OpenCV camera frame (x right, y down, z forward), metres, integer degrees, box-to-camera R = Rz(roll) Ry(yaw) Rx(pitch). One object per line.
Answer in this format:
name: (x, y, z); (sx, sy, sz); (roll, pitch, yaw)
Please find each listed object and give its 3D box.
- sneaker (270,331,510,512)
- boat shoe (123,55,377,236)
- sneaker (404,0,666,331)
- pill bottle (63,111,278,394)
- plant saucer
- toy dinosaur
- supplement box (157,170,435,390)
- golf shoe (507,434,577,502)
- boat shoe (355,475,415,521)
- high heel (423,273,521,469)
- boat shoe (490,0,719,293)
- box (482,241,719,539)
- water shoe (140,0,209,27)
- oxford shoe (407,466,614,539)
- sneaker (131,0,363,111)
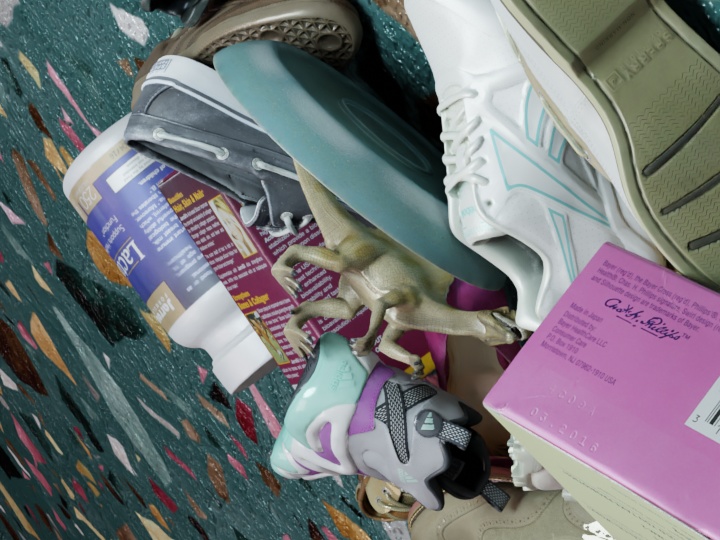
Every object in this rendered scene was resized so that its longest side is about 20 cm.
sneaker: (0.023, 0.107, 1.082); (0.139, 0.078, 0.200); (25, 169, 1)
boat shoe: (-0.046, -0.052, 1.090); (0.199, 0.068, 0.072); (29, 158, -15)
sneaker: (0.073, -0.059, 0.912); (0.201, 0.080, 0.070); (58, 160, -4)
pill bottle: (-0.114, -0.017, 1.325); (0.200, 0.116, 0.116); (52, 159, 7)
plant saucer: (0.008, -0.064, 0.990); (0.200, 0.027, 0.200); (38, -168, -9)
toy dinosaur: (0.000, 0.000, 1.002); (0.200, 0.101, 0.058); (42, 145, 24)
supplement box: (-0.034, -0.005, 1.210); (0.200, 0.086, 0.110); (57, 159, -5)
golf shoe: (0.134, 0.080, 0.926); (0.097, 0.079, 0.200); (5, 172, 21)
boat shoe: (0.039, 0.134, 1.246); (0.075, 0.074, 0.200); (15, 164, -5)
high heel: (0.077, 0.077, 1.081); (0.096, 0.067, 0.201); (-83, -14, -58)
boat shoe: (0.124, -0.075, 0.805); (0.200, 0.075, 0.068); (56, 179, -8)
box: (0.183, 0.103, 0.808); (0.176, 0.097, 0.200); (29, 167, 49)
water shoe: (-0.084, -0.194, 1.026); (0.071, 0.079, 0.200); (17, 166, -6)
oxford shoe: (0.096, 0.162, 1.099); (0.070, 0.075, 0.200); (35, 147, -28)
sneaker: (-0.071, -0.144, 1.108); (0.070, 0.076, 0.199); (32, 148, -33)
